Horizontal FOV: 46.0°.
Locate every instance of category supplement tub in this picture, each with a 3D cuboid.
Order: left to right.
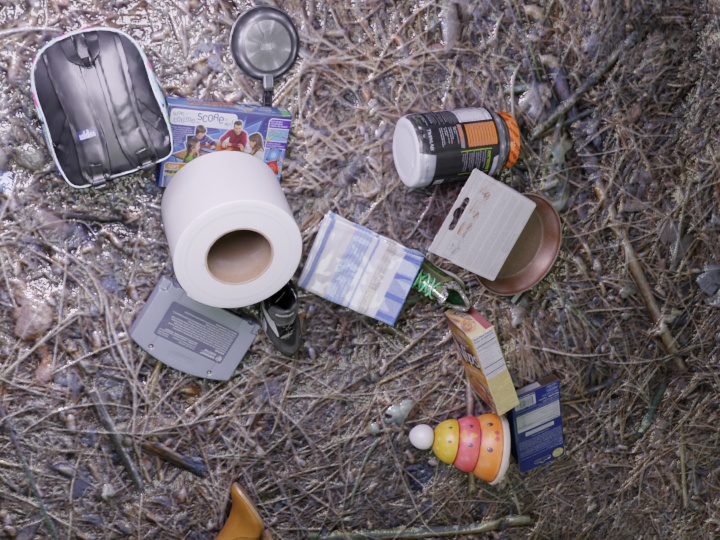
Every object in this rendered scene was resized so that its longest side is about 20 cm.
[{"bbox_3d":[0.164,-0.212,1.446,0.196,0.123,0.125,-9,115,-20],"label":"supplement tub"}]

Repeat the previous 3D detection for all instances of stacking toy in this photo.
[{"bbox_3d":[0.194,0.350,1.717,0.196,0.146,0.149,7,110,-9],"label":"stacking toy"}]

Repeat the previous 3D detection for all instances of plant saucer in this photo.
[{"bbox_3d":[0.288,-0.053,1.601,0.197,0.037,0.204,-8,113,-20],"label":"plant saucer"}]

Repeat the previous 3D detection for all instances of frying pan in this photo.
[{"bbox_3d":[-0.159,-0.315,1.321,0.113,0.031,0.193,14,103,-26],"label":"frying pan"}]

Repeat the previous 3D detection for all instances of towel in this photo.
[{"bbox_3d":[0.000,0.000,1.492,0.197,0.024,0.149,24,103,-11],"label":"towel"}]

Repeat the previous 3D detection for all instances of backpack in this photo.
[{"bbox_3d":[-0.364,-0.237,1.190,0.175,0.151,0.203,-20,113,-10],"label":"backpack"}]

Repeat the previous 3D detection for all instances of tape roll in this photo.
[{"bbox_3d":[-0.201,-0.063,1.316,0.199,0.140,0.205,-13,132,-14],"label":"tape roll"}]

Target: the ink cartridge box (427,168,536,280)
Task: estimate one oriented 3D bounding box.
[{"bbox_3d":[0.204,-0.083,1.479,0.198,0.050,0.163,21,102,-42],"label":"ink cartridge box"}]

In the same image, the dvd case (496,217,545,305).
[{"bbox_3d":[0.284,-0.042,1.634,0.199,0.016,0.150,36,94,-30],"label":"dvd case"}]

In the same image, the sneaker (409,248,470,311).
[{"bbox_3d":[0.129,0.023,1.552,0.198,0.089,0.078,21,103,-29],"label":"sneaker"}]

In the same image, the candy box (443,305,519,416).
[{"bbox_3d":[0.236,0.170,1.646,0.055,0.115,0.202,-29,120,-9],"label":"candy box"}]

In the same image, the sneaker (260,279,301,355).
[{"bbox_3d":[-0.137,0.070,1.457,0.065,0.091,0.203,-17,118,-14],"label":"sneaker"}]

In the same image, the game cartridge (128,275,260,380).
[{"bbox_3d":[-0.284,0.106,1.442,0.198,0.041,0.134,30,94,-30],"label":"game cartridge"}]

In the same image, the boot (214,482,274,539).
[{"bbox_3d":[-0.249,0.506,1.607,0.143,0.071,0.203,-29,125,-13],"label":"boot"}]

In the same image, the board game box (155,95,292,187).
[{"bbox_3d":[-0.215,-0.194,1.332,0.197,0.035,0.137,2,118,-25],"label":"board game box"}]

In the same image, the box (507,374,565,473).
[{"bbox_3d":[0.377,0.332,1.826,0.119,0.032,0.203,-19,116,-15],"label":"box"}]
